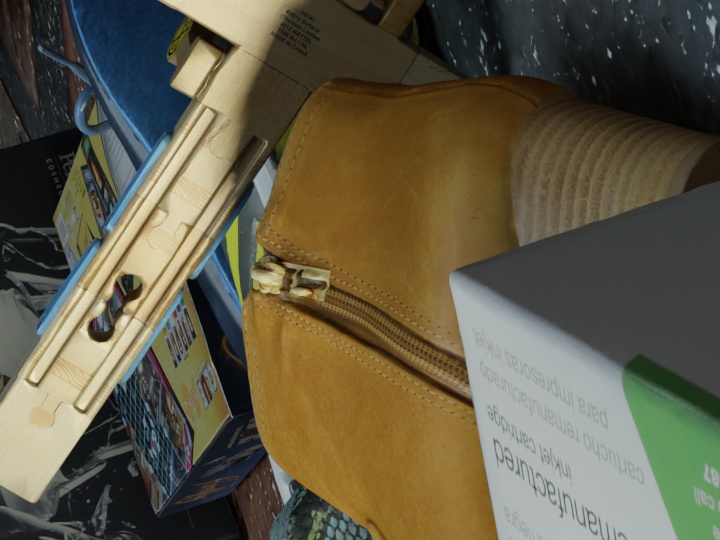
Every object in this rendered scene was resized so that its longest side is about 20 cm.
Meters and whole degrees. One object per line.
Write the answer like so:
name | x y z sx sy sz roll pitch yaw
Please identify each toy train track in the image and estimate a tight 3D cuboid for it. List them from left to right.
toy train track | -0.040 -0.030 0.718 0.200 0.115 0.033 -56 16 14

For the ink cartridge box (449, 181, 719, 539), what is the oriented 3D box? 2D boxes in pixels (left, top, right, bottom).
ink cartridge box | 0.096 0.097 0.491 0.146 0.084 0.201 -149 45 -63

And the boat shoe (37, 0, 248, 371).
boat shoe | -0.048 -0.040 0.857 0.069 0.084 0.200 128 125 -73

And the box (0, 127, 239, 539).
box | -0.172 0.066 1.208 0.104 0.182 0.200 113 137 -66

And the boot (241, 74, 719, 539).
boot | 0.026 0.058 0.622 0.144 0.071 0.202 7 92 53

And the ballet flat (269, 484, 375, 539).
ballet flat | 0.056 0.098 0.656 0.200 0.074 0.074 40 148 30

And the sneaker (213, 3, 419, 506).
sneaker | 0.000 0.000 0.777 0.085 0.074 0.201 127 134 -79

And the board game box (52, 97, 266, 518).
board game box | -0.070 0.009 1.070 0.200 0.035 0.136 130 122 -71
